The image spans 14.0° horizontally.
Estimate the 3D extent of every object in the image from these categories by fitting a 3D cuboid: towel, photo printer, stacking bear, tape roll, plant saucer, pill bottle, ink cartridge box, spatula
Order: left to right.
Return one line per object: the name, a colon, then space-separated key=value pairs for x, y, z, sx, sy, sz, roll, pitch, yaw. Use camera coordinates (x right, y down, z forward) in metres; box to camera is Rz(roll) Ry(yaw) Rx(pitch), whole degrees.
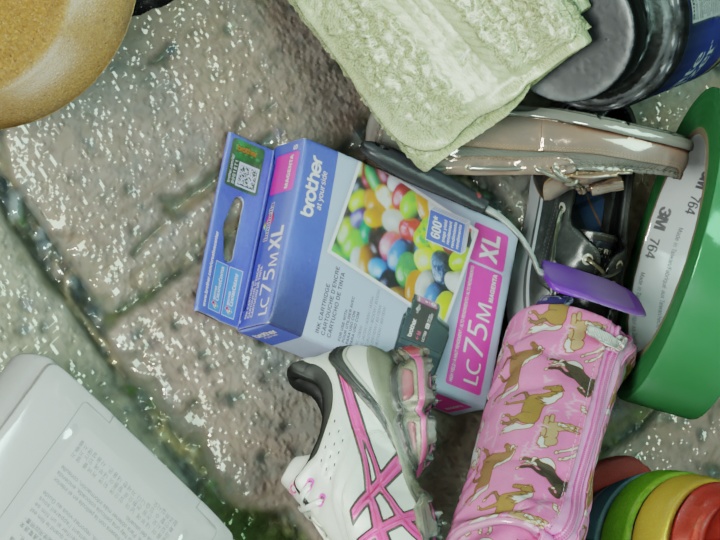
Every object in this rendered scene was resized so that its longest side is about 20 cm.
plant saucer: x=-0.216 y=-0.164 z=1.530 sx=0.200 sy=0.200 sz=0.035 roll=59 pitch=20 yaw=-12
photo printer: x=-0.179 y=0.171 z=1.566 sx=0.166 sy=0.069 sz=0.200 roll=45 pitch=60 yaw=-21
ink cartridge box: x=0.000 y=0.000 z=1.744 sx=0.200 sy=0.042 sz=0.119 roll=21 pitch=69 yaw=-29
towel: x=0.030 y=-0.173 z=1.711 sx=0.200 sy=0.148 sz=0.036 roll=52 pitch=21 yaw=7
spatula: x=0.084 y=-0.026 z=1.759 sx=0.200 sy=0.057 sz=0.021 roll=33 pitch=104 yaw=-13
pill bottle: x=0.158 y=-0.157 z=1.792 sx=0.200 sy=0.112 sz=0.112 roll=-25 pitch=97 yaw=-64
stacking bear: x=0.204 y=0.170 z=1.757 sx=0.114 sy=0.200 sz=0.122 roll=-14 pitch=90 yaw=-36
tape roll: x=0.209 y=-0.010 z=1.793 sx=0.048 sy=0.200 sz=0.201 roll=17 pitch=71 yaw=-6

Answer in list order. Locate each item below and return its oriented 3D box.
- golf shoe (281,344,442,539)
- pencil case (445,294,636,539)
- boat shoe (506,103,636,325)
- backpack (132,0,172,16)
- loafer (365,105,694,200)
golf shoe: x=0.001 y=0.138 z=1.666 sx=0.092 sy=0.073 sz=0.200 roll=-1 pitch=63 yaw=-5
pencil case: x=0.106 y=0.107 z=1.711 sx=0.083 sy=0.087 sz=0.200 roll=14 pitch=46 yaw=6
boat shoe: x=0.137 y=-0.013 z=1.831 sx=0.069 sy=0.057 sz=0.200 roll=14 pitch=74 yaw=-33
backpack: x=-0.150 y=-0.233 z=1.620 sx=0.183 sy=0.134 sz=0.200 roll=61 pitch=23 yaw=-13
loafer: x=0.101 y=-0.071 z=1.784 sx=0.200 sy=0.072 sz=0.063 roll=11 pitch=91 yaw=-4
